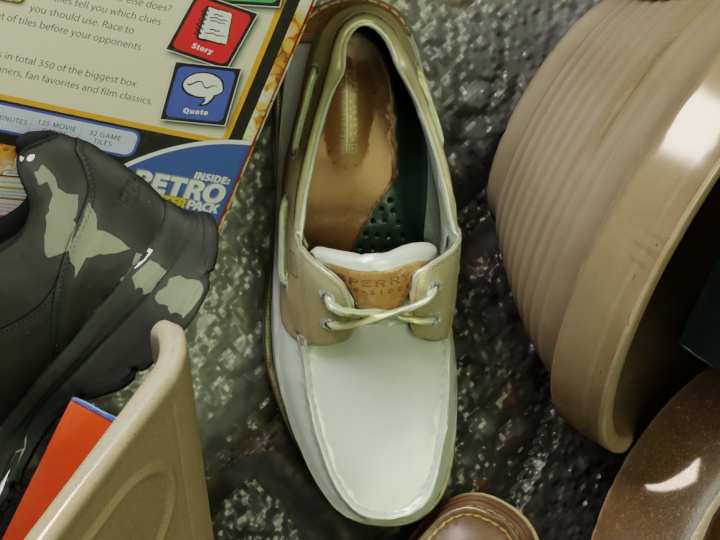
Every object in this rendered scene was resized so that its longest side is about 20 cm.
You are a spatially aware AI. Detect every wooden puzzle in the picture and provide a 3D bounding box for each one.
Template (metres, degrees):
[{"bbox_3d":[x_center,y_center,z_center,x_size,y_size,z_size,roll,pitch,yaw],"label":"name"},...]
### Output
[{"bbox_3d":[-0.110,0.135,0.804,0.046,0.185,0.200,22,58,15],"label":"wooden puzzle"}]

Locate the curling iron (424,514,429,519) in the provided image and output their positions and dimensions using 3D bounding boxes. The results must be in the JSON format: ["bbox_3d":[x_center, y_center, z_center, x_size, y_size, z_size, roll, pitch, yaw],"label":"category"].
[{"bbox_3d":[0.038,0.195,0.961,0.050,0.026,0.200,-10,93,-43],"label":"curling iron"}]

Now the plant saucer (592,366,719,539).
[{"bbox_3d":[0.176,0.125,0.952,0.200,0.034,0.201,-7,103,-31],"label":"plant saucer"}]

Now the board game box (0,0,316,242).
[{"bbox_3d":[-0.095,-0.095,0.815,0.151,0.046,0.200,11,123,-24],"label":"board game box"}]

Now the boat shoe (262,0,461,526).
[{"bbox_3d":[0.000,0.000,0.897,0.075,0.068,0.200,-9,95,-7],"label":"boat shoe"}]

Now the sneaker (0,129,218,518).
[{"bbox_3d":[-0.141,0.034,0.830,0.091,0.076,0.200,40,94,-21],"label":"sneaker"}]

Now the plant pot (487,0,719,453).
[{"bbox_3d":[0.112,-0.038,0.914,0.093,0.201,0.201,33,78,20],"label":"plant pot"}]

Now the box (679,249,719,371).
[{"bbox_3d":[0.226,-0.031,0.899,0.200,0.107,0.149,-26,144,-56],"label":"box"}]

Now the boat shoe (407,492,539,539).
[{"bbox_3d":[0.014,0.179,0.908,0.072,0.068,0.200,24,88,11],"label":"boat shoe"}]
